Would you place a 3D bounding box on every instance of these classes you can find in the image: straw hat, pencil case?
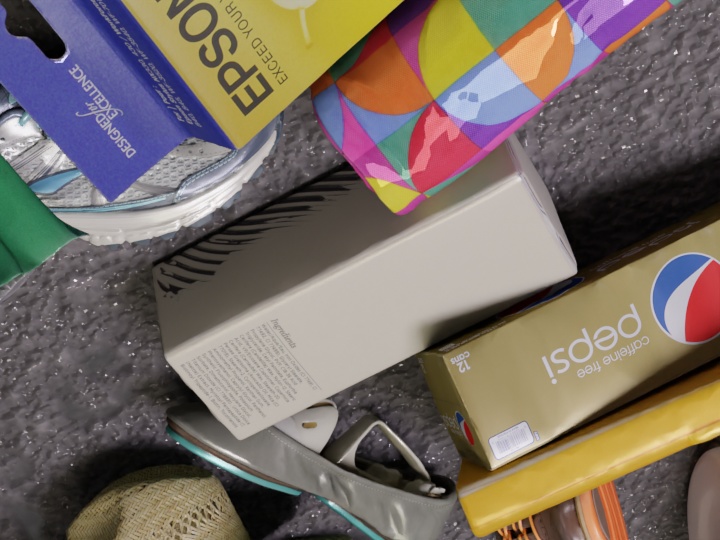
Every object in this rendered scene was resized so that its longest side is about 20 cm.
[{"bbox_3d":[-0.111,0.153,0.987,0.200,0.201,0.086,-24,94,8],"label":"straw hat"},{"bbox_3d":[0.065,-0.111,0.798,0.199,0.089,0.088,-35,130,18],"label":"pencil case"}]

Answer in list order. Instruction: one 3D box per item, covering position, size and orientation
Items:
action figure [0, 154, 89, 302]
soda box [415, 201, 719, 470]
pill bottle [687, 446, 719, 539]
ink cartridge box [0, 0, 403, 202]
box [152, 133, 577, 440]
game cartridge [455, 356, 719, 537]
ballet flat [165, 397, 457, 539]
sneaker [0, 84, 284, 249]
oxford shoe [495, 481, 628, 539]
[{"bbox_3d":[-0.211,-0.067,0.734,0.055,0.118,0.200,-38,90,28],"label":"action figure"},{"bbox_3d":[0.133,0.028,0.905,0.199,0.068,0.064,-25,94,-10],"label":"soda box"},{"bbox_3d":[0.309,0.155,1.078,0.198,0.115,0.115,-5,133,-9],"label":"pill bottle"},{"bbox_3d":[-0.073,-0.146,0.712,0.200,0.047,0.198,-45,133,-6],"label":"ink cartridge box"},{"bbox_3d":[0.000,0.000,0.892,0.199,0.069,0.082,-26,133,10],"label":"box"},{"bbox_3d":[0.149,0.073,0.939,0.199,0.176,0.033,-22,92,8],"label":"game cartridge"},{"bbox_3d":[-0.022,0.100,0.994,0.199,0.067,0.064,33,91,-36],"label":"ballet flat"},{"bbox_3d":[-0.133,-0.058,0.802,0.198,0.078,0.087,-16,130,1],"label":"sneaker"},{"bbox_3d":[0.112,0.149,1.004,0.072,0.072,0.200,-14,166,4],"label":"oxford shoe"}]
